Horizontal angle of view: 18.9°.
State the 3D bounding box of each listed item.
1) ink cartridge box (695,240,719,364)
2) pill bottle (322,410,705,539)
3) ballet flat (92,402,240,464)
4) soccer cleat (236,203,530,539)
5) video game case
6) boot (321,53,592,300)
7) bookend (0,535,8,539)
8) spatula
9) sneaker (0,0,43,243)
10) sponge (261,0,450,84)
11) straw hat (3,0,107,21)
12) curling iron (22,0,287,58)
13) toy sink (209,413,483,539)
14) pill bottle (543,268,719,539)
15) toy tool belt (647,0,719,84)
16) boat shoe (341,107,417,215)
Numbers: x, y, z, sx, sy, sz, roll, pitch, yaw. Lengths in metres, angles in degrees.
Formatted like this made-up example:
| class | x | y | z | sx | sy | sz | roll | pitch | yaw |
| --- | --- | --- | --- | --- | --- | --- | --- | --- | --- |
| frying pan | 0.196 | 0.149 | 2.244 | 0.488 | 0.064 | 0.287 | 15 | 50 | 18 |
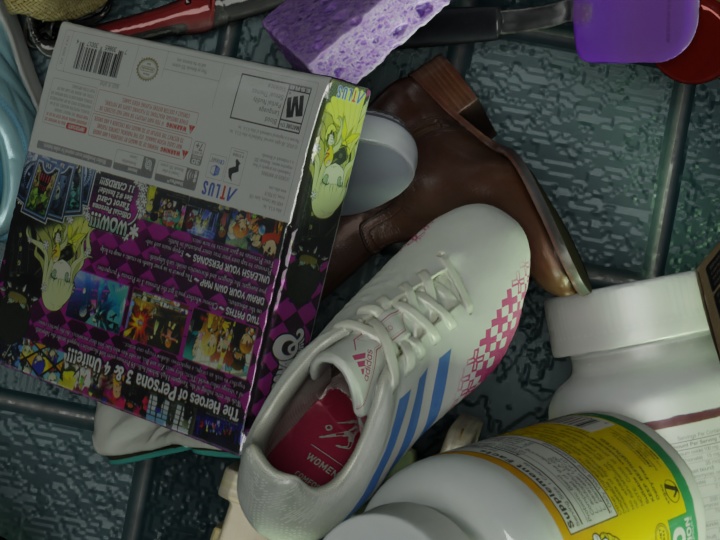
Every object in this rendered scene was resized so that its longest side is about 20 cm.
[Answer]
| class | x | y | z | sx | sy | sz | roll | pitch | yaw |
| --- | --- | --- | --- | --- | --- | --- | --- | --- | --- |
| ink cartridge box | 0.290 | 0.003 | 1.043 | 0.200 | 0.075 | 0.165 | 24 | 124 | -24 |
| pill bottle | 0.066 | 0.132 | 0.982 | 0.113 | 0.200 | 0.113 | 4 | 98 | 35 |
| ballet flat | -0.075 | 0.063 | 1.095 | 0.200 | 0.069 | 0.070 | -7 | 89 | 49 |
| soccer cleat | 0.016 | 0.039 | 0.987 | 0.070 | 0.086 | 0.200 | 30 | 68 | 17 |
| video game case | -0.096 | -0.020 | 1.063 | 0.200 | 0.036 | 0.182 | 15 | 92 | 41 |
| boot | 0.000 | 0.000 | 1.112 | 0.200 | 0.064 | 0.187 | -34 | 45 | 1 |
| bookend | -0.297 | 0.091 | 1.141 | 0.092 | 0.199 | 0.200 | -46 | 131 | 4 |
| spatula | 0.082 | -0.129 | 1.113 | 0.200 | 0.021 | 0.057 | -1 | 86 | 39 |
| sneaker | -0.218 | -0.105 | 1.146 | 0.074 | 0.082 | 0.200 | -34 | 87 | 19 |
| sponge | 0.042 | -0.170 | 1.107 | 0.200 | 0.112 | 0.030 | -39 | 111 | -1 |
| straw hat | -0.160 | -0.177 | 1.124 | 0.200 | 0.201 | 0.085 | 9 | 123 | 5 |
| curling iron | -0.087 | -0.150 | 1.168 | 0.199 | 0.026 | 0.050 | -8 | 86 | 5 |
| toy sink | -0.022 | 0.156 | 1.111 | 0.112 | 0.130 | 0.200 | 19 | 92 | 5 |
| pill bottle | 0.157 | 0.104 | 1.105 | 0.109 | 0.110 | 0.201 | -11 | 88 | 5 |
| toy tool belt | 0.255 | -0.117 | 1.109 | 0.199 | 0.123 | 0.125 | 11 | 114 | 15 |
| boat shoe | -0.054 | -0.066 | 1.117 | 0.200 | 0.070 | 0.066 | -10 | 52 | 37 |
